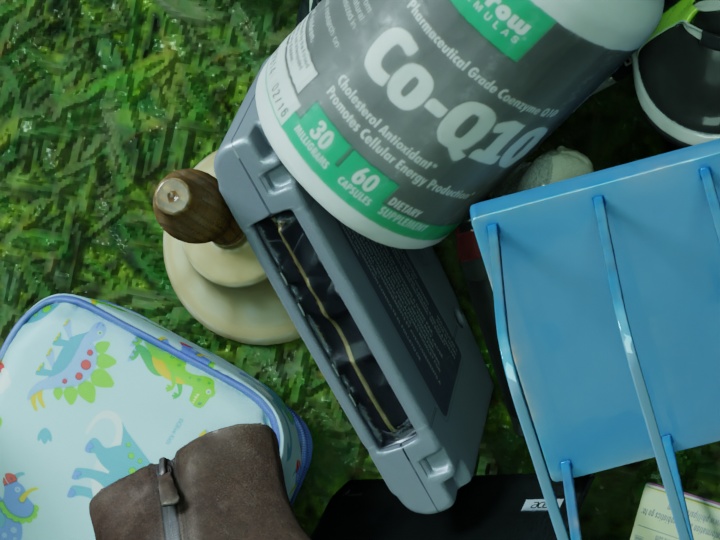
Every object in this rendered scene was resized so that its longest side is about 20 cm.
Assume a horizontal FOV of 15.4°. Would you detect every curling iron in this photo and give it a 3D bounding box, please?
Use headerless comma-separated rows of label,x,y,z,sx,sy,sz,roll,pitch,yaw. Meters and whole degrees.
curling iron,0.049,-0.010,1.263,0.049,0.026,0.201,-7,116,38

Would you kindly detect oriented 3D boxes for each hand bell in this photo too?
hand bell,-0.065,-0.021,1.233,0.104,0.200,0.105,-1,86,10

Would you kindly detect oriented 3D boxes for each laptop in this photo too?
laptop,0.037,0.206,1.230,0.177,0.103,0.201,-7,99,49

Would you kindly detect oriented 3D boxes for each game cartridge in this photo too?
game cartridge,0.000,0.000,1.233,0.041,0.133,0.200,-21,109,22

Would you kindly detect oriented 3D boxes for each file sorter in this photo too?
file sorter,0.161,0.034,1.091,0.199,0.123,0.139,-15,119,7

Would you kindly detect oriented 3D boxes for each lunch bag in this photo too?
lunch bag,-0.125,0.126,1.292,0.160,0.082,0.201,26,90,12

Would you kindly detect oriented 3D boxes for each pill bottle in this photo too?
pill bottle,0.056,-0.111,1.126,0.113,0.113,0.200,50,119,10

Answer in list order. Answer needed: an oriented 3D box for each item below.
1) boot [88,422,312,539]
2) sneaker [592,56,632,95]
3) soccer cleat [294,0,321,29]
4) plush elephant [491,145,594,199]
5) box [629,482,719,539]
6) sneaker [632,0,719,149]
boot,-0.098,0.177,1.204,0.199,0.072,0.167,-29,53,7
sneaker,0.108,-0.112,1.230,0.200,0.089,0.074,-27,109,34
soccer cleat,0.000,-0.138,1.264,0.067,0.081,0.201,26,119,15
plush elephant,0.177,-0.034,1.215,0.200,0.165,0.155,38,88,5
box,0.195,0.215,1.179,0.175,0.097,0.201,17,89,-26
sneaker,0.161,-0.150,1.135,0.071,0.083,0.201,13,75,14
